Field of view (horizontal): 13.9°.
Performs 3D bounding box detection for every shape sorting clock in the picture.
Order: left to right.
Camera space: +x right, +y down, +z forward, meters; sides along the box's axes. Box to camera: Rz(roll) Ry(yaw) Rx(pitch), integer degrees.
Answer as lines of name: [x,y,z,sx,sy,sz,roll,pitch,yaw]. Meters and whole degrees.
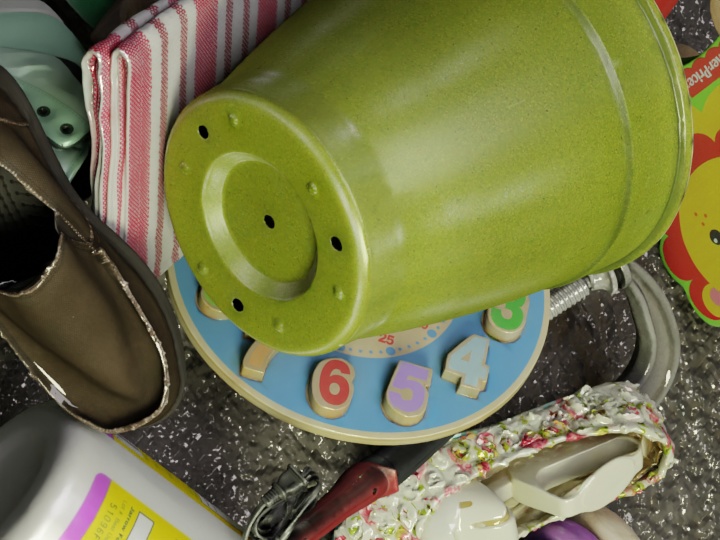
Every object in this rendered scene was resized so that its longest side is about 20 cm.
shape sorting clock: [0.000,0.000,1.492,0.200,0.039,0.200,9,49,-11]

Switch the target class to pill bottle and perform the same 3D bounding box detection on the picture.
pill bottle: [-0.100,0.155,1.419,0.200,0.104,0.104,40,63,-26]

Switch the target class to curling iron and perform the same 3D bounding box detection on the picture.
curling iron: [0.007,0.099,1.465,0.026,0.050,0.200,37,31,20]

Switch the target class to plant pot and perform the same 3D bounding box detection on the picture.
plant pot: [0.017,-0.055,1.382,0.193,0.200,0.201,-29,102,-38]

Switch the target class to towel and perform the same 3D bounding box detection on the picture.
towel: [-0.071,-0.088,1.406,0.200,0.030,0.147,-44,149,-45]

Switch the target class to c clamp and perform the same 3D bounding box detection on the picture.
c clamp: [0.087,0.051,1.575,0.200,0.027,0.171,-27,124,-21]

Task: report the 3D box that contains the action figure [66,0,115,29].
action figure: [-0.166,-0.200,1.443,0.200,0.055,0.118,32,68,-34]

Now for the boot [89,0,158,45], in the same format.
boot: [-0.054,-0.178,1.451,0.200,0.064,0.187,-35,141,-48]

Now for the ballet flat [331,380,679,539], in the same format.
ballet flat: [0.080,0.115,1.553,0.200,0.064,0.076,-26,126,-20]

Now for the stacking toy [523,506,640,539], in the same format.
stacking toy: [0.059,0.193,1.559,0.200,0.085,0.086,-20,97,-30]

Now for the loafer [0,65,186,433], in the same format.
loafer: [-0.147,0.001,1.317,0.200,0.073,0.071,56,18,-24]

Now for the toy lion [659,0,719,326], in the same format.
toy lion: [0.226,-0.056,1.641,0.069,0.200,0.192,-27,82,-38]

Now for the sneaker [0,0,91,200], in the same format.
sneaker: [-0.192,-0.069,1.361,0.200,0.118,0.074,-15,135,-38]

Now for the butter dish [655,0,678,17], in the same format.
butter dish: [0.080,-0.171,1.570,0.200,0.199,0.148,19,97,-37]
